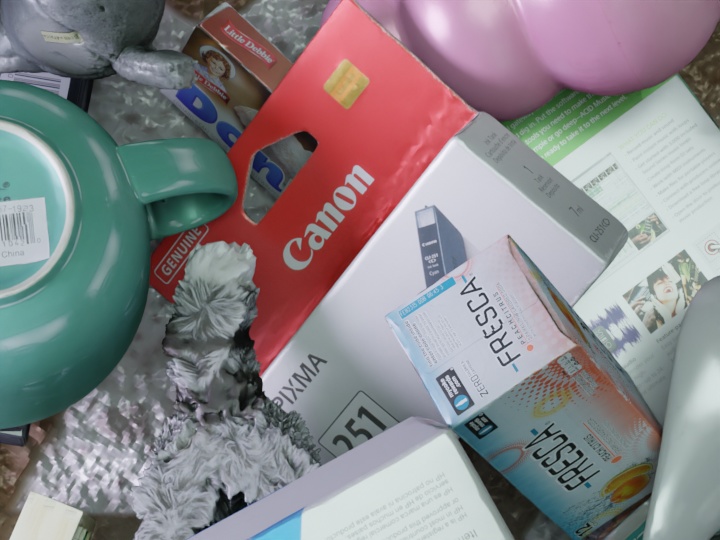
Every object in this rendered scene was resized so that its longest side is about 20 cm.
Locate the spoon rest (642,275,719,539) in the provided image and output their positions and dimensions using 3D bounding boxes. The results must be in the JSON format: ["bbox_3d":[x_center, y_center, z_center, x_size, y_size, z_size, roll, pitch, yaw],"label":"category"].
[{"bbox_3d":[0.166,0.093,1.307,0.099,0.061,0.200,42,49,-37],"label":"spoon rest"}]

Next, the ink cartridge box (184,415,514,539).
[{"bbox_3d":[0.016,0.184,1.218,0.147,0.145,0.200,-28,92,-5],"label":"ink cartridge box"}]

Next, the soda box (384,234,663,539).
[{"bbox_3d":[0.082,0.057,1.285,0.068,0.200,0.064,-34,62,6],"label":"soda box"}]

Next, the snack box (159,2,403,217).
[{"bbox_3d":[-0.010,-0.043,1.406,0.200,0.072,0.024,43,59,3],"label":"snack box"}]

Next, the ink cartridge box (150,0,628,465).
[{"bbox_3d":[0.000,0.000,1.362,0.176,0.045,0.200,40,120,3],"label":"ink cartridge box"}]

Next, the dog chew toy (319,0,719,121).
[{"bbox_3d":[0.071,-0.128,1.375,0.200,0.125,0.125,-21,84,13],"label":"dog chew toy"}]

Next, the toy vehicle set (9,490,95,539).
[{"bbox_3d":[-0.178,0.203,1.345,0.027,0.124,0.200,23,83,1],"label":"toy vehicle set"}]

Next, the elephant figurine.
[{"bbox_3d":[-0.132,-0.195,1.393,0.155,0.141,0.200,49,52,-27],"label":"elephant figurine"}]

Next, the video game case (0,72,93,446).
[{"bbox_3d":[-0.236,-0.025,1.404,0.181,0.026,0.200,9,73,-1],"label":"video game case"}]

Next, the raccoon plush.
[{"bbox_3d":[-0.050,0.100,1.369,0.097,0.134,0.200,9,73,6],"label":"raccoon plush"}]

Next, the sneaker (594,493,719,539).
[{"bbox_3d":[0.210,0.110,1.392,0.200,0.071,0.080,-28,83,-12],"label":"sneaker"}]

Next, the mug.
[{"bbox_3d":[-0.164,-0.024,1.335,0.152,0.114,0.185,35,75,6],"label":"mug"}]

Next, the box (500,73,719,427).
[{"bbox_3d":[0.134,-0.011,1.428,0.144,0.036,0.200,-36,87,-6],"label":"box"}]
